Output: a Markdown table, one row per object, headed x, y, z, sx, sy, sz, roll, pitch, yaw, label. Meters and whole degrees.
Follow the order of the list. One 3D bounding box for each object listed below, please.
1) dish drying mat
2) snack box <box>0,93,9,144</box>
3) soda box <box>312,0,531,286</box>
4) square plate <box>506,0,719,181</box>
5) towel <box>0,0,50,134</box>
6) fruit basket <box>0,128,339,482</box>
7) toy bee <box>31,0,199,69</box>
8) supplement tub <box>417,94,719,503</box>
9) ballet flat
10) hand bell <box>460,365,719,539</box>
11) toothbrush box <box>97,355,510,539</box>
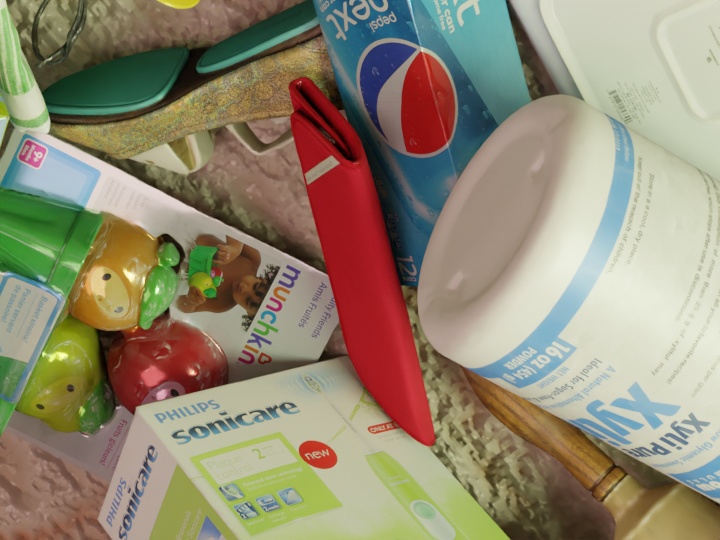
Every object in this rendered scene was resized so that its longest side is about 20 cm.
| x | y | z | sx | sy | sz | roll | pitch | yaw | label |
| --- | --- | --- | --- | --- | --- | --- | --- | --- | --- |
| 0.000 | 0.000 | 1.192 | 0.077 | 0.018 | 0.201 | 48 | 160 | 43 | dish drying mat |
| -0.250 | -0.073 | 1.226 | 0.067 | 0.201 | 0.169 | 2 | 130 | -27 | snack box |
| 0.033 | -0.094 | 1.146 | 0.064 | 0.068 | 0.201 | 4 | 119 | 43 | soda box |
| 0.173 | -0.103 | 1.110 | 0.197 | 0.028 | 0.201 | -21 | 106 | 31 | square plate |
| -0.191 | -0.181 | 1.162 | 0.023 | 0.153 | 0.201 | -15 | 126 | -10 | towel |
| -0.130 | 0.040 | 1.287 | 0.199 | 0.094 | 0.186 | 29 | 120 | -1 | fruit basket |
| -0.115 | -0.168 | 1.145 | 0.200 | 0.108 | 0.131 | -48 | 52 | 16 | toy bee |
| 0.138 | 0.019 | 1.092 | 0.199 | 0.133 | 0.132 | 28 | 128 | -19 | supplement tub |
| -0.076 | -0.084 | 1.213 | 0.199 | 0.071 | 0.071 | -14 | 110 | 28 | ballet flat |
| 0.123 | 0.104 | 1.227 | 0.200 | 0.104 | 0.104 | 45 | 126 | 13 | hand bell |
| -0.016 | 0.149 | 1.215 | 0.200 | 0.145 | 0.087 | 47 | 131 | 33 | toothbrush box |
